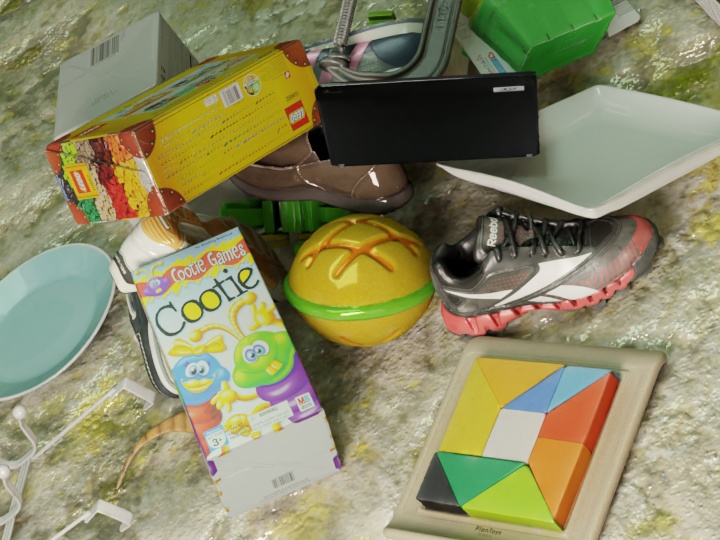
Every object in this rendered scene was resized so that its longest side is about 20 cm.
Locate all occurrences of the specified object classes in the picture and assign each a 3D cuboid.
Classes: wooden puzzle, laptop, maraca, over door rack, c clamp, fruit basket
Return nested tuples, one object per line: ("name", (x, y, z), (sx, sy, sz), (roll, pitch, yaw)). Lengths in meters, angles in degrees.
("wooden puzzle", (0.123, 0.131, 1.384), (0.184, 0.037, 0.201), (3, 53, 40))
("laptop", (0.060, -0.145, 1.495), (0.175, 0.104, 0.200), (-2, 26, 6))
("maraca", (0.000, 0.000, 1.559), (0.136, 0.108, 0.200), (-4, 21, -2))
("over door rack", (-0.281, 0.184, 1.603), (0.199, 0.067, 0.149), (-26, 39, 31))
("c clamp", (0.014, -0.243, 1.608), (0.169, 0.027, 0.202), (1, 69, 16))
("fruit basket", (0.132, -0.269, 1.663), (0.184, 0.094, 0.200), (-25, 61, -28))

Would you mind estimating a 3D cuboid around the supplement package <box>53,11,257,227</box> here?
("supplement package", (-0.191, -0.125, 1.752), (0.121, 0.200, 0.120), (-25, 40, 17))

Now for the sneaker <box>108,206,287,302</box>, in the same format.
("sneaker", (-0.145, 0.000, 1.611), (0.088, 0.199, 0.076), (-44, 53, 19))

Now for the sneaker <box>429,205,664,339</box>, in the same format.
("sneaker", (0.143, -0.011, 1.461), (0.199, 0.098, 0.071), (-17, 41, 22))

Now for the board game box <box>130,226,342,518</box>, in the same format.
("board game box", (-0.105, 0.083, 1.499), (0.104, 0.103, 0.201), (-23, 55, -7))

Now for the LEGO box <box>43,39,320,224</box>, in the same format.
("LEGO box", (-0.150, -0.121, 1.566), (0.199, 0.078, 0.148), (-34, 19, -34))

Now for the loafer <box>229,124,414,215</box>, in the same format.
("loafer", (-0.039, -0.104, 1.624), (0.199, 0.072, 0.073), (10, 32, 32))

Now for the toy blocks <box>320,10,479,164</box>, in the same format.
("toy blocks", (0.034, -0.161, 1.699), (0.198, 0.100, 0.138), (-2, 57, 18))

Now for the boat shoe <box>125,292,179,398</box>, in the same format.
("boat shoe", (-0.184, 0.042, 1.691), (0.060, 0.075, 0.201), (-37, 40, 33))

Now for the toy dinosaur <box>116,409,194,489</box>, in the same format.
("toy dinosaur", (-0.137, 0.124, 1.577), (0.199, 0.060, 0.107), (-10, 48, 32))

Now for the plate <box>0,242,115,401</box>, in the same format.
("plate", (-0.325, 0.057, 1.820), (0.199, 0.026, 0.201), (-21, 42, 20))

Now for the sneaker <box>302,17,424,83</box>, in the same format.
("sneaker", (-0.020, -0.165, 1.641), (0.199, 0.070, 0.083), (-16, 73, 21))

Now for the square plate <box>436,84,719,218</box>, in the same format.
("square plate", (0.198, -0.098, 1.506), (0.197, 0.029, 0.199), (-27, 28, -28))

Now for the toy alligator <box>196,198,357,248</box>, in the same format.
("toy alligator", (-0.088, -0.054, 1.702), (0.198, 0.060, 0.054), (-2, 9, 15))

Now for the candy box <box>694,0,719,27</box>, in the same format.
("candy box", (0.361, -0.272, 1.578), (0.136, 0.061, 0.200), (-34, 39, 5))
